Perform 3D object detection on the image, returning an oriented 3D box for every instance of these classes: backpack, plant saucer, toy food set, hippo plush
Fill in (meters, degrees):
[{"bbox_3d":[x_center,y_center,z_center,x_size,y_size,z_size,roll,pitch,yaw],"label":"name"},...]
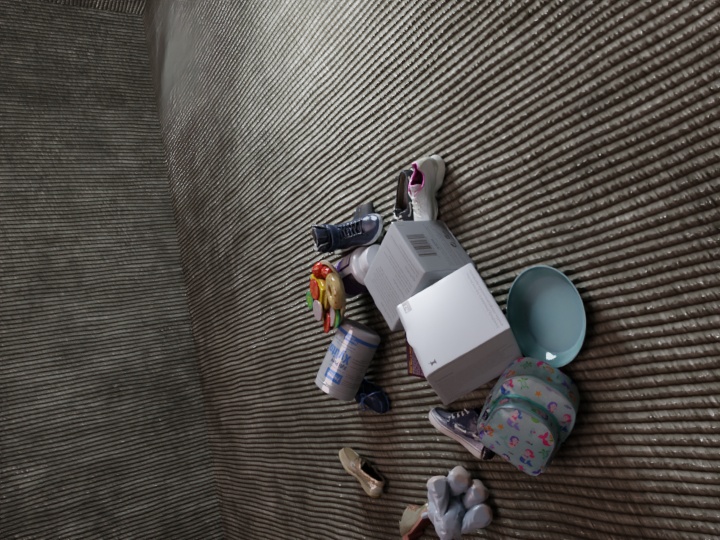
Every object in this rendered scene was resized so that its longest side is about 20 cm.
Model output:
[{"bbox_3d":[0.334,0.285,1.206,0.175,0.150,0.204,30,119,14],"label":"backpack"},{"bbox_3d":[0.378,0.091,1.217,0.198,0.035,0.206,15,107,56],"label":"plant saucer"},{"bbox_3d":[-0.098,0.074,1.734,0.200,0.047,0.203,48,138,46],"label":"toy food set"},{"bbox_3d":[0.230,0.580,1.470,0.161,0.154,0.206,92,178,-74],"label":"hippo plush"}]

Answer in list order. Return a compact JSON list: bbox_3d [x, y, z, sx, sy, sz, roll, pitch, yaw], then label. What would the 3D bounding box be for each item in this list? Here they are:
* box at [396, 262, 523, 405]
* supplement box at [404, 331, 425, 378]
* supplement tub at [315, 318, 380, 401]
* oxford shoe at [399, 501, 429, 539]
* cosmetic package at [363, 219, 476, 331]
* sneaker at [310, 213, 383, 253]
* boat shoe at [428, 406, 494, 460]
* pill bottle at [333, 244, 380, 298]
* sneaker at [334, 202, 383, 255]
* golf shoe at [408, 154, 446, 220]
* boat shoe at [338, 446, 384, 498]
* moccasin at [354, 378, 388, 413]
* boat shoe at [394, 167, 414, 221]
[{"bbox_3d":[0.207,0.133,1.284,0.131,0.197,0.201,53,-170,-44],"label":"box"},{"bbox_3d":[0.199,0.202,1.464,0.198,0.084,0.114,-1,95,56],"label":"supplement box"},{"bbox_3d":[-0.036,0.254,1.742,0.131,0.130,0.204,29,96,51],"label":"supplement tub"},{"bbox_3d":[0.147,0.666,1.639,0.075,0.069,0.202,60,140,35],"label":"oxford shoe"},{"bbox_3d":[0.136,0.010,1.458,0.169,0.163,0.202,59,138,33],"label":"cosmetic package"},{"bbox_3d":[-0.045,-0.100,1.636,0.200,0.144,0.079,-23,74,43],"label":"sneaker"},{"bbox_3d":[0.248,0.354,1.440,0.198,0.073,0.095,27,111,43],"label":"boat shoe"},{"bbox_3d":[0.000,0.000,1.714,0.199,0.109,0.115,-31,70,54],"label":"pill bottle"},{"bbox_3d":[-0.010,-0.115,1.757,0.198,0.073,0.109,-25,70,46],"label":"sneaker"},{"bbox_3d":[0.146,-0.180,1.479,0.075,0.090,0.206,32,122,48],"label":"golf shoe"},{"bbox_3d":[0.006,0.598,1.848,0.199,0.071,0.066,40,118,44],"label":"boat shoe"},{"bbox_3d":[0.008,0.373,1.803,0.198,0.067,0.083,23,114,53],"label":"moccasin"},{"bbox_3d":[0.114,-0.161,1.557,0.074,0.059,0.205,39,127,45],"label":"boat shoe"}]
